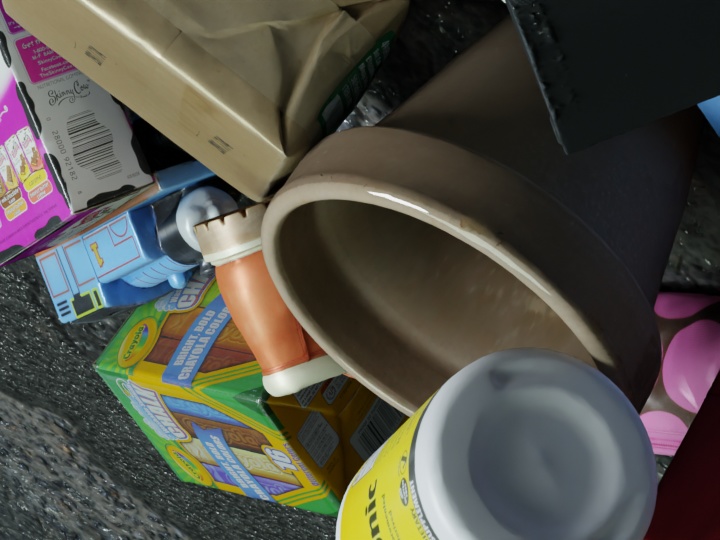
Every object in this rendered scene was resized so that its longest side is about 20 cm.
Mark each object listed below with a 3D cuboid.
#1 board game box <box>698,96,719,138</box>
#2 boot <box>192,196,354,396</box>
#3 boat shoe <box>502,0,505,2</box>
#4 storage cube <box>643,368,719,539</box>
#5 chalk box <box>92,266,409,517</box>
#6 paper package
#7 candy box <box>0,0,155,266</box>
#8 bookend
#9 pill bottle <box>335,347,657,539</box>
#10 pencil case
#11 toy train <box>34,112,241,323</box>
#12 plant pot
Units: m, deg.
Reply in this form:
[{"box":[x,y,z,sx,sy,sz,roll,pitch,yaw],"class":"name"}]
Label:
[{"box":[0.244,-0.052,1.083,0.157,0.039,0.200,12,155,41],"class":"board game box"},{"box":[0.000,0.000,1.271,0.075,0.200,0.108,-19,93,43],"class":"boot"},{"box":[0.146,-0.131,1.031,0.199,0.075,0.062,-13,125,41],"class":"boat shoe"},{"box":[0.269,0.110,1.135,0.179,0.172,0.200,9,154,49],"class":"storage cube"},{"box":[-0.076,0.063,1.552,0.199,0.125,0.124,8,143,41],"class":"chalk box"},{"box":[-0.083,-0.134,1.201,0.190,0.104,0.200,37,171,-1],"class":"paper package"},{"box":[-0.205,-0.115,1.383,0.136,0.061,0.201,-24,89,58],"class":"candy box"},{"box":[0.134,-0.173,0.925,0.199,0.199,0.092,-21,135,5],"class":"bookend"},{"box":[0.052,0.118,1.115,0.111,0.112,0.200,36,154,-1],"class":"pill bottle"},{"box":[0.172,0.062,1.294,0.199,0.094,0.091,0,137,49],"class":"pencil case"},{"box":[-0.136,-0.039,1.464,0.200,0.086,0.115,-22,91,55],"class":"toy train"},{"box":[0.080,-0.033,1.153,0.199,0.175,0.201,28,153,16],"class":"plant pot"}]
